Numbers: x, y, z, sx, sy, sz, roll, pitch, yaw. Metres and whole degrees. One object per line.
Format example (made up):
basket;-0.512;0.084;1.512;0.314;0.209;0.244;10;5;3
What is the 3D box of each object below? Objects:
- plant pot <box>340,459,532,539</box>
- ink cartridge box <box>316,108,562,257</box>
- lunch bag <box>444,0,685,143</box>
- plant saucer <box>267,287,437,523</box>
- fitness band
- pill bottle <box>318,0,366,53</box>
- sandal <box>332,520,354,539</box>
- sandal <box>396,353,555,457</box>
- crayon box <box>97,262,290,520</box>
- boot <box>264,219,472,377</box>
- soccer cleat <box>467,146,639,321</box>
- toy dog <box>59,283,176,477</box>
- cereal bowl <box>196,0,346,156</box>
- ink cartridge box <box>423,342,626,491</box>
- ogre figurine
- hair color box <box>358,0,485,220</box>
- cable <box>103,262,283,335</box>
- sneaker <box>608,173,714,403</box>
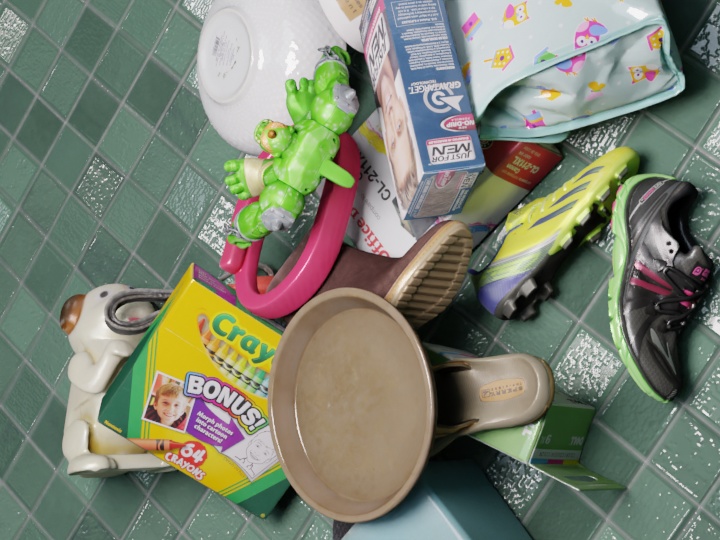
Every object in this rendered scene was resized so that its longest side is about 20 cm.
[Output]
plant pot;0.093;0.291;1.340;0.200;0.141;0.142;47;107;24
ink cartridge box;0.070;-0.096;1.445;0.200;0.082;0.146;-46;62;18
lunch bag;0.171;-0.214;1.347;0.198;0.122;0.172;-21;55;14
plant saucer;-0.005;0.116;1.313;0.198;0.029;0.203;-1;88;43
fitness band;-0.065;-0.051;1.440;0.143;0.037;0.202;-9;59;44
pill bottle;0.059;-0.307;1.467;0.199;0.114;0.116;-29;68;25
sandal;0.025;0.185;1.447;0.075;0.045;0.202;-5;64;55
sandal;0.072;0.116;1.302;0.198;0.054;0.081;-18;73;29
crayon box;-0.129;0.121;1.481;0.173;0.199;0.058;-54;15;14
boot;0.000;0.000;1.385;0.201;0.072;0.167;-54;49;14
soccer cleat;0.173;-0.044;1.382;0.201;0.064;0.084;-50;58;16
toy dog;-0.253;0.115;1.606;0.194;0.138;0.203;154;114;-66
cereal bowl;-0.107;-0.216;1.547;0.199;0.083;0.203;2;93;48
ink cartridge box;0.142;0.130;1.350;0.198;0.103;0.060;24;96;33
ogre figurine;-0.055;-0.109;1.371;0.200;0.098;0.120;-43;19;-7
hair color box;0.052;-0.158;1.349;0.060;0.100;0.203;-8;69;-12
cable;-0.159;0.027;1.539;0.050;0.197;0.099;128;147;-68
sneaker;0.263;0.013;1.308;0.083;0.076;0.203;-6;81;33
